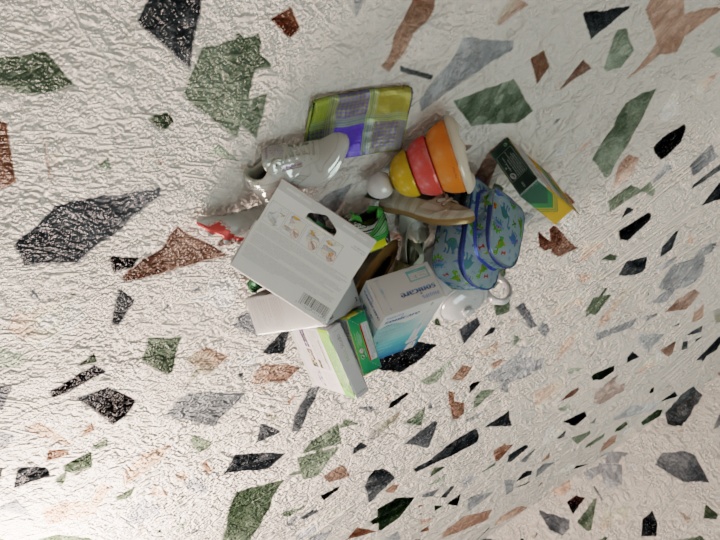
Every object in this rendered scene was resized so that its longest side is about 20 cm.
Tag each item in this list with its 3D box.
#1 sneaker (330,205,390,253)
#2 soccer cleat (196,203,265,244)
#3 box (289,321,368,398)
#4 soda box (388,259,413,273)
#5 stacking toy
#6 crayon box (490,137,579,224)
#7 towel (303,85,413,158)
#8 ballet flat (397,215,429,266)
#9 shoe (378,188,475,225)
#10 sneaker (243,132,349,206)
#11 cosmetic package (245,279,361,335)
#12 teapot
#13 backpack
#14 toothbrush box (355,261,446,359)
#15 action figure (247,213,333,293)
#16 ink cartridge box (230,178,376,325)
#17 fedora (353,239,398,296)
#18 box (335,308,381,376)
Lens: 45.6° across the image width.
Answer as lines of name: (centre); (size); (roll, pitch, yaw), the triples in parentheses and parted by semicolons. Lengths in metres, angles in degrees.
sneaker: (-0.036, -0.064, 1.605); (0.197, 0.078, 0.087); (-27, 128, -24)
soccer cleat: (-0.191, -0.087, 1.520); (0.195, 0.069, 0.087); (11, 99, -16)
box: (-0.067, 0.163, 1.651); (0.036, 0.199, 0.147); (-28, 104, -23)
soda box: (0.068, 0.067, 1.828); (0.063, 0.069, 0.201); (19, 144, -6)
stacking toy: (0.101, -0.185, 1.568); (0.196, 0.149, 0.147); (-18, 145, 8)
crayon box: (0.354, -0.174, 1.735); (0.051, 0.127, 0.198); (-42, 142, 19)
towel: (-0.003, -0.252, 1.491); (0.196, 0.023, 0.145); (-11, 140, -24)
ballet flat: (0.114, -0.065, 1.753); (0.068, 0.070, 0.202); (-16, 141, -16)
shoe: (0.122, -0.126, 1.608); (0.070, 0.196, 0.055); (-35, 132, -56)
sneaker: (-0.109, -0.179, 1.443); (0.197, 0.076, 0.100); (-29, 136, 19)
cosmetic package: (-0.110, 0.059, 1.627); (0.197, 0.083, 0.112); (-13, -169, 39)
teapot: (0.211, 0.040, 1.875); (0.199, 0.147, 0.197); (-37, 143, 9)
backpack: (0.229, -0.065, 1.688); (0.182, 0.145, 0.205); (27, 73, -49)
toothbrush box: (0.061, 0.087, 1.668); (0.144, 0.086, 0.201); (-17, 155, -26)
action figure: (-0.147, -0.030, 1.629); (0.200, 0.055, 0.117); (-45, 143, 13)
ink cartridge box: (-0.098, -0.033, 1.480); (0.198, 0.045, 0.178); (32, 99, -9)
fedora: (0.000, 0.000, 1.713); (0.202, 0.081, 0.201); (-53, 170, -13)
box: (-0.038, 0.133, 1.668); (0.048, 0.199, 0.120); (-22, 101, -27)
